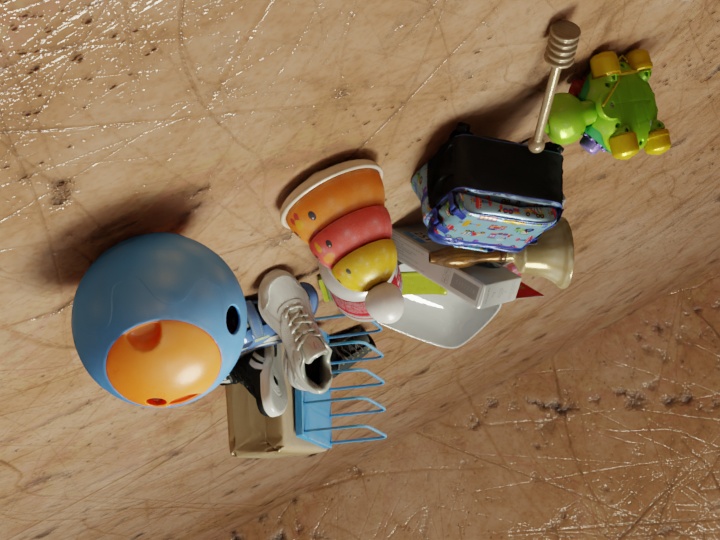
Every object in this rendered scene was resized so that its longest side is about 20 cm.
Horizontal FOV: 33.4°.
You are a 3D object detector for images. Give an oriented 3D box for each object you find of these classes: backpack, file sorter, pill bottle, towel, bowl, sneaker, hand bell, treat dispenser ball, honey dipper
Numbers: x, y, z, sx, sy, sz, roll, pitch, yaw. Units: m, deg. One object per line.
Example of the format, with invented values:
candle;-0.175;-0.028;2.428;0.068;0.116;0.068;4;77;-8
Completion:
backpack;0.162;-0.094;1.630;0.181;0.135;0.200;9;158;-20
file sorter;-0.030;0.182;1.996;0.122;0.201;0.139;-8;162;18
pill bottle;0.000;0.000;1.735;0.112;0.113;0.200;-27;164;-2
towel;0.036;0.024;1.878;0.199;0.018;0.086;-3;159;6
bowl;0.118;0.033;1.984;0.199;0.075;0.200;21;143;-14
sneaker;-0.154;0.078;1.798;0.199;0.074;0.082;-29;162;0
sneaker;-0.176;0.168;1.845;0.111;0.200;0.073;-20;123;9
hand bell;0.196;-0.023;1.725;0.199;0.105;0.104;-2;159;-7
sneaker;-0.040;0.147;2.197;0.106;0.075;0.200;-35;175;11
sneaker;-0.082;0.090;1.740;0.078;0.201;0.099;-29;-159;-19
treat dispenser ball;-0.231;0.057;1.381;0.200;0.202;0.201;-25;164;-8
honey dipper;0.236;-0.220;1.487;0.038;0.038;0.201;-22;145;-20

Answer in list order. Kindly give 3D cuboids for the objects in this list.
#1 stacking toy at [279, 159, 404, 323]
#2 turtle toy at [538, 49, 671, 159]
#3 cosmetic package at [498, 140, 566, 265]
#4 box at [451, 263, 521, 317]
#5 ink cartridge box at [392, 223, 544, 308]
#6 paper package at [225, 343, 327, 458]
stacking toy;0.000;-0.025;1.503;0.145;0.201;0.146;-26;163;-8
turtle toy;0.324;-0.214;1.607;0.199;0.147;0.101;-12;178;-41
cosmetic package;0.234;-0.097;1.825;0.081;0.113;0.200;-24;165;-11
box;0.200;-0.001;2.064;0.094;0.103;0.200;-23;165;-37
ink cartridge box;0.163;-0.013;1.823;0.176;0.200;0.045;-9;122;-47
paper package;-0.142;0.216;2.009;0.103;0.192;0.200;-9;168;18
